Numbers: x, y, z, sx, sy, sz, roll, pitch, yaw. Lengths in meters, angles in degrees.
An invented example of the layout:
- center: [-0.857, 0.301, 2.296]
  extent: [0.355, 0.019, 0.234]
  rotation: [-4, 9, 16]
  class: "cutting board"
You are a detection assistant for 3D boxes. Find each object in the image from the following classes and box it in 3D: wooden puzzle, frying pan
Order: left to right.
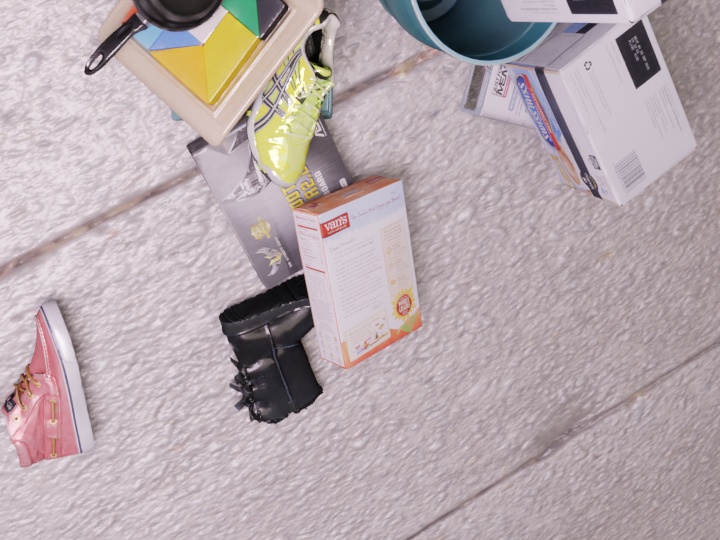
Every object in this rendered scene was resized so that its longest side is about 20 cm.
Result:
- center: [-0.197, -0.265, 0.835]
  extent: [0.114, 0.031, 0.191]
  rotation: [27, 102, 10]
  class: "frying pan"
- center: [-0.163, -0.262, 0.860]
  extent: [0.185, 0.037, 0.200]
  rotation: [42, 106, 5]
  class: "wooden puzzle"

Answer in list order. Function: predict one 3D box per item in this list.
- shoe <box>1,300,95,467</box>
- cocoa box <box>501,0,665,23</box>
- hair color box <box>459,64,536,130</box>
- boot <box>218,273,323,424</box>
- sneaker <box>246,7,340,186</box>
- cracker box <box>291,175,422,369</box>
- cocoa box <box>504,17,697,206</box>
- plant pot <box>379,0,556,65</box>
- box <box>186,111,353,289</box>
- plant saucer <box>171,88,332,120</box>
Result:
- center: [-0.375, 0.138, 0.958]
  extent: [0.090, 0.071, 0.201]
  rotation: [-14, 117, -23]
  class: "shoe"
- center: [0.214, -0.319, 0.754]
  extent: [0.131, 0.200, 0.134]
  rotation: [-35, 116, -8]
  class: "cocoa box"
- center: [0.241, -0.237, 1.091]
  extent: [0.199, 0.061, 0.100]
  rotation: [8, 104, -25]
  class: "hair color box"
- center: [-0.083, 0.101, 1.066]
  extent: [0.197, 0.073, 0.163]
  rotation: [-22, 118, -17]
  class: "boot"
- center: [-0.071, -0.191, 0.888]
  extent: [0.075, 0.076, 0.202]
  rotation: [1, 99, -41]
  class: "sneaker"
- center: [0.000, 0.000, 1.000]
  extent: [0.134, 0.058, 0.201]
  rotation: [-25, 118, -35]
  class: "cracker box"
- center: [0.296, -0.206, 1.016]
  extent: [0.133, 0.131, 0.200]
  rotation: [-37, 117, -7]
  class: "cocoa box"
- center: [0.104, -0.342, 0.929]
  extent: [0.199, 0.188, 0.201]
  rotation: [-7, 110, -21]
  class: "plant pot"
- center: [-0.094, -0.100, 0.996]
  extent: [0.158, 0.048, 0.201]
  rotation: [-30, 121, -9]
  class: "box"
- center: [-0.124, -0.213, 0.975]
  extent: [0.199, 0.019, 0.070]
  rotation: [-4, 109, -20]
  class: "plant saucer"
